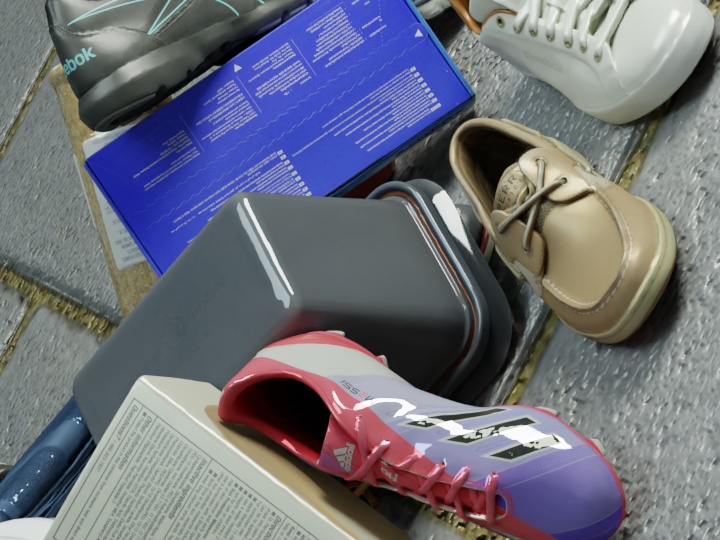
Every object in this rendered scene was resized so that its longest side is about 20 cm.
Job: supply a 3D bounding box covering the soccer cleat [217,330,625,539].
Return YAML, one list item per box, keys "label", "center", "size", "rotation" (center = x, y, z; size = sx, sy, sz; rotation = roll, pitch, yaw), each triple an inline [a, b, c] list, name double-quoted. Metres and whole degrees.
- label: "soccer cleat"
  center: [0.027, 0.083, 1.364]
  size: [0.200, 0.076, 0.067]
  rotation: [25, 122, 32]

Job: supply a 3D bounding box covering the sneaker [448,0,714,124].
- label: "sneaker"
  center: [0.102, -0.126, 1.526]
  size: [0.073, 0.085, 0.200]
  rotation: [-62, 25, -6]

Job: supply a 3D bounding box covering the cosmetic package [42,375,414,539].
- label: "cosmetic package"
  center: [-0.040, 0.145, 1.389]
  size: [0.200, 0.071, 0.105]
  rotation: [37, 102, 24]

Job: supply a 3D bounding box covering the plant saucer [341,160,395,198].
- label: "plant saucer"
  center: [-0.049, -0.045, 1.804]
  size: [0.200, 0.037, 0.200]
  rotation: [-54, 24, 19]

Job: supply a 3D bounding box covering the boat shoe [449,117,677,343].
- label: "boat shoe"
  center: [0.092, -0.022, 1.454]
  size: [0.071, 0.064, 0.200]
  rotation: [-59, 23, 7]

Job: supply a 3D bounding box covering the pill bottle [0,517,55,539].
- label: "pill bottle"
  center: [-0.152, 0.183, 1.512]
  size: [0.116, 0.116, 0.200]
  rotation: [-60, -16, 4]

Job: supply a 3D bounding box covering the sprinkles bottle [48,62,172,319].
- label: "sprinkles bottle"
  center: [-0.119, -0.029, 1.709]
  size: [0.068, 0.068, 0.200]
  rotation: [-25, 79, 54]

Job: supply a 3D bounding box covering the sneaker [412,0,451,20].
- label: "sneaker"
  center: [0.004, -0.181, 1.750]
  size: [0.200, 0.080, 0.078]
  rotation: [-27, 31, 14]

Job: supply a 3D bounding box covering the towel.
- label: "towel"
  center: [-0.181, 0.125, 1.794]
  size: [0.112, 0.049, 0.200]
  rotation: [-40, 10, 47]

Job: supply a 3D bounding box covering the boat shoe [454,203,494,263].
- label: "boat shoe"
  center: [0.000, 0.000, 1.622]
  size: [0.200, 0.063, 0.071]
  rotation: [-21, 44, 55]

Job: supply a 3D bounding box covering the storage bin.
- label: "storage bin"
  center: [-0.042, 0.053, 1.516]
  size: [0.200, 0.134, 0.146]
  rotation: [-48, 54, 30]

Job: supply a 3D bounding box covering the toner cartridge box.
- label: "toner cartridge box"
  center: [-0.044, -0.076, 1.654]
  size: [0.200, 0.095, 0.043]
  rotation: [-34, -4, -1]

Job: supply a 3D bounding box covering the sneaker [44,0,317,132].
- label: "sneaker"
  center: [-0.092, -0.148, 1.657]
  size: [0.200, 0.079, 0.075]
  rotation: [-32, -2, -44]

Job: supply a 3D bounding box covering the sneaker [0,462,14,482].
- label: "sneaker"
  center: [-0.277, 0.217, 1.946]
  size: [0.108, 0.067, 0.202]
  rotation: [-4, 57, 64]
